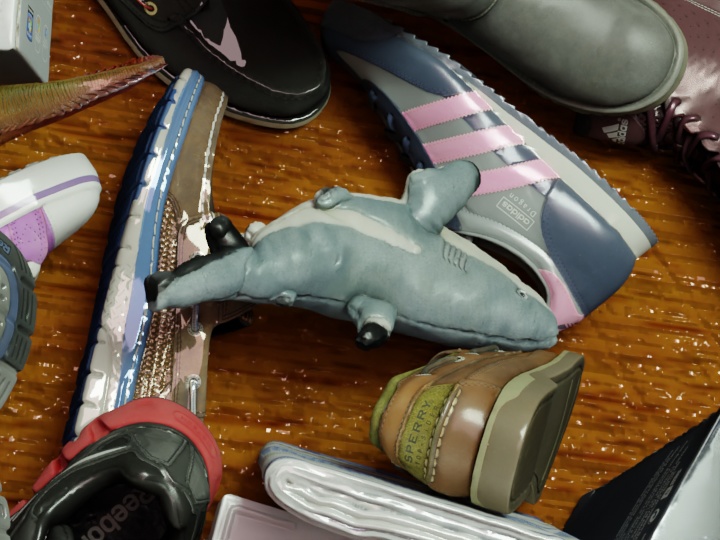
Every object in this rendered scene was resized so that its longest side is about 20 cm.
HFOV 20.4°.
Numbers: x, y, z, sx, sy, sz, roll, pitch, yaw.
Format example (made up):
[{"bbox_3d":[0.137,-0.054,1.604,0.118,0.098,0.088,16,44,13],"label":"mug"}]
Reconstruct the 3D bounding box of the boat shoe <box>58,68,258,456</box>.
[{"bbox_3d":[-0.083,0.008,0.923,0.072,0.072,0.201,15,79,-13],"label":"boat shoe"}]

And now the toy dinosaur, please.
[{"bbox_3d":[-0.208,-0.031,0.851,0.199,0.182,0.105,17,44,-14],"label":"toy dinosaur"}]

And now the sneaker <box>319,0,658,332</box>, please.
[{"bbox_3d":[0.044,-0.050,0.972,0.200,0.070,0.082,39,90,11],"label":"sneaker"}]

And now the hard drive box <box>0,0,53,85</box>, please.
[{"bbox_3d":[-0.216,-0.191,0.910,0.155,0.077,0.201,3,83,3],"label":"hard drive box"}]

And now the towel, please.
[{"bbox_3d":[0.025,0.103,0.841,0.146,0.200,0.024,18,86,-3],"label":"towel"}]

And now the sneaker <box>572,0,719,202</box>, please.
[{"bbox_3d":[0.167,-0.054,1.005,0.115,0.076,0.201,-5,63,-10],"label":"sneaker"}]

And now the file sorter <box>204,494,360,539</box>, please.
[{"bbox_3d":[-0.027,0.219,0.831,0.138,0.125,0.201,17,69,-8],"label":"file sorter"}]

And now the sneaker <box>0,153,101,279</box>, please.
[{"bbox_3d":[-0.177,0.041,0.888,0.200,0.073,0.114,-38,88,-11],"label":"sneaker"}]

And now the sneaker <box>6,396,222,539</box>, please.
[{"bbox_3d":[-0.136,0.138,0.824,0.200,0.098,0.071,-45,100,0],"label":"sneaker"}]

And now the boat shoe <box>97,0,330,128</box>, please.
[{"bbox_3d":[-0.092,-0.149,0.974,0.201,0.063,0.074,44,66,2],"label":"boat shoe"}]

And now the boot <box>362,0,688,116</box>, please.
[{"bbox_3d":[0.047,-0.134,0.914,0.181,0.200,0.073,24,93,21],"label":"boot"}]

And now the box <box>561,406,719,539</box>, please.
[{"bbox_3d":[0.184,0.172,0.867,0.200,0.182,0.104,34,68,0],"label":"box"}]

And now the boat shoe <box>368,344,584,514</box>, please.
[{"bbox_3d":[0.054,0.061,0.878,0.068,0.200,0.072,16,88,13],"label":"boat shoe"}]

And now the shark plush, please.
[{"bbox_3d":[0.000,0.000,0.880,0.199,0.091,0.083,12,38,-45],"label":"shark plush"}]

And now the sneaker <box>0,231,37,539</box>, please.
[{"bbox_3d":[-0.186,0.078,0.797,0.074,0.087,0.201,31,58,-39],"label":"sneaker"}]
